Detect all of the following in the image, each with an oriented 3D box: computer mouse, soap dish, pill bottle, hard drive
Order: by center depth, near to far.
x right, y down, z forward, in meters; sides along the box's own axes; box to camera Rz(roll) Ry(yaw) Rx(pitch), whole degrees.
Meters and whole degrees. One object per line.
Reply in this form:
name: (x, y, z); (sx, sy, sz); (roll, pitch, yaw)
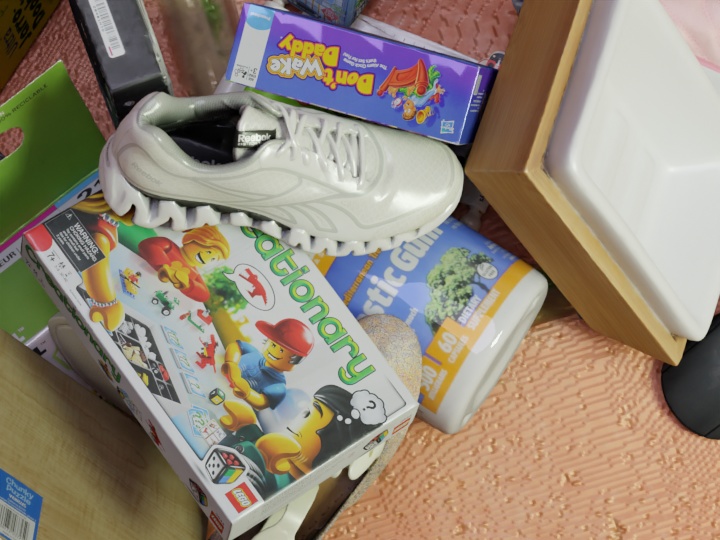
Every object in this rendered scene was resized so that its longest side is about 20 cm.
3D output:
soap dish: (0.145, -0.063, 1.435); (0.081, 0.200, 0.157); (-2, 55, 35)
hard drive: (-0.143, -0.136, 1.463); (0.038, 0.200, 0.140); (-20, 74, -6)
pill bottle: (0.000, 0.000, 1.468); (0.200, 0.112, 0.112); (32, 78, 9)
computer mouse: (0.258, 0.004, 1.493); (0.200, 0.046, 0.141); (-26, 77, -5)

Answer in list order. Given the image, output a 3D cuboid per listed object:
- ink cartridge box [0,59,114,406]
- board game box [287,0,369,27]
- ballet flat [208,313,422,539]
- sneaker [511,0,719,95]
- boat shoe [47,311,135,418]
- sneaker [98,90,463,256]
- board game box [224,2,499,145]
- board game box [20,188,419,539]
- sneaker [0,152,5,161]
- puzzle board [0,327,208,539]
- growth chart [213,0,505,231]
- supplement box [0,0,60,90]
ink cartridge box: (-0.177, -0.002, 1.422); (0.148, 0.200, 0.076); (-38, 58, -9)
board game box: (0.019, -0.273, 1.487); (0.062, 0.200, 0.200); (32, 73, 12)
ballet flat: (-0.026, 0.117, 1.392); (0.068, 0.067, 0.200); (29, 101, -3)
sneaker: (0.198, -0.158, 1.526); (0.200, 0.075, 0.105); (27, 76, 5)
boat shoe: (-0.095, 0.068, 1.431); (0.200, 0.074, 0.060); (42, 69, -29)
sneaker: (-0.038, -0.057, 1.341); (0.200, 0.081, 0.075); (3, 62, -13)
board game box: (0.009, -0.112, 1.434); (0.134, 0.200, 0.045); (16, 96, 7)
board game box: (-0.078, 0.032, 1.354); (0.126, 0.035, 0.200); (-32, 75, -22)
sneaker: (-0.288, -0.010, 1.503); (0.200, 0.078, 0.140); (-39, 75, -18)
puzzle board: (-0.163, 0.116, 1.354); (0.200, 0.151, 0.017); (38, 120, -26)
growth chart: (0.004, -0.096, 1.543); (0.200, 0.018, 0.145); (18, 77, 7)
supplement box: (-0.240, -0.204, 1.531); (0.109, 0.110, 0.200); (29, 78, 9)
